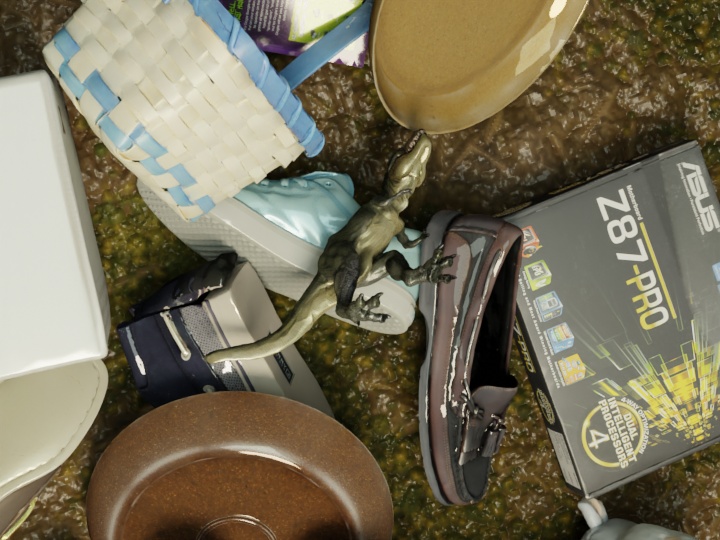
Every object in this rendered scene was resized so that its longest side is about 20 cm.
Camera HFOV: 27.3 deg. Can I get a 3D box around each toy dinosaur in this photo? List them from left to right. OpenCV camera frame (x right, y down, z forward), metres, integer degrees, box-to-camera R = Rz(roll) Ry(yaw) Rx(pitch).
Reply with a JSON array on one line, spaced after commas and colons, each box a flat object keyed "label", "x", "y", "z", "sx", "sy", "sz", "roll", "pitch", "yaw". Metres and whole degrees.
[{"label": "toy dinosaur", "x": 0.000, "y": 0.000, "z": 0.898, "sx": 0.200, "sy": 0.088, "sz": 0.048, "roll": -48, "pitch": 131, "yaw": -20}]

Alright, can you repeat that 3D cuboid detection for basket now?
[{"label": "basket", "x": -0.073, "y": -0.140, "z": 0.863, "sx": 0.199, "sy": 0.177, "sz": 0.140, "roll": -36, "pitch": 66, "yaw": -2}]

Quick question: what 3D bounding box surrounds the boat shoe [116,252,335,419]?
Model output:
[{"label": "boat shoe", "x": -0.081, "y": 0.089, "z": 0.970, "sx": 0.092, "sy": 0.075, "sz": 0.201, "roll": -19, "pitch": 107, "yaw": 19}]

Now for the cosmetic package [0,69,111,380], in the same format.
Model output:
[{"label": "cosmetic package", "x": -0.259, "y": -0.016, "z": 0.875, "sx": 0.198, "sy": 0.165, "sz": 0.167, "roll": -12, "pitch": 96, "yaw": -8}]

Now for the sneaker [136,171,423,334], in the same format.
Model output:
[{"label": "sneaker", "x": -0.046, "y": -0.034, "z": 0.969, "sx": 0.199, "sy": 0.074, "sz": 0.083, "roll": 28, "pitch": 64, "yaw": -9}]

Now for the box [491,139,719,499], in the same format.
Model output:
[{"label": "box", "x": 0.185, "y": 0.032, "z": 1.015, "sx": 0.160, "sy": 0.049, "sz": 0.202, "roll": -21, "pitch": 96, "yaw": -11}]

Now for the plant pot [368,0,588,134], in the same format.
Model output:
[{"label": "plant pot", "x": 0.077, "y": -0.180, "z": 0.936, "sx": 0.200, "sy": 0.200, "sz": 0.027, "roll": -45, "pitch": 57, "yaw": -5}]

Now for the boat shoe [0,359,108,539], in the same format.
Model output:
[{"label": "boat shoe", "x": -0.235, "y": 0.132, "z": 0.939, "sx": 0.072, "sy": 0.060, "sz": 0.200, "roll": 35, "pitch": 70, "yaw": 9}]

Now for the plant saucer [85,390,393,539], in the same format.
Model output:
[{"label": "plant saucer", "x": -0.077, "y": 0.168, "z": 0.941, "sx": 0.198, "sy": 0.035, "sz": 0.202, "roll": -1, "pitch": 121, "yaw": -1}]

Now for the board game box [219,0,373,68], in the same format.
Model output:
[{"label": "board game box", "x": -0.037, "y": -0.235, "z": 0.932, "sx": 0.119, "sy": 0.032, "sz": 0.202, "roll": 7, "pitch": 115, "yaw": -13}]

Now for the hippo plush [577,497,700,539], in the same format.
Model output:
[{"label": "hippo plush", "x": 0.172, "y": 0.253, "z": 0.988, "sx": 0.161, "sy": 0.199, "sz": 0.160, "roll": -45, "pitch": 106, "yaw": -28}]

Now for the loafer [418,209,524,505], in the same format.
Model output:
[{"label": "loafer", "x": 0.076, "y": 0.062, "z": 0.970, "sx": 0.062, "sy": 0.072, "sz": 0.202, "roll": 5, "pitch": 105, "yaw": 27}]
